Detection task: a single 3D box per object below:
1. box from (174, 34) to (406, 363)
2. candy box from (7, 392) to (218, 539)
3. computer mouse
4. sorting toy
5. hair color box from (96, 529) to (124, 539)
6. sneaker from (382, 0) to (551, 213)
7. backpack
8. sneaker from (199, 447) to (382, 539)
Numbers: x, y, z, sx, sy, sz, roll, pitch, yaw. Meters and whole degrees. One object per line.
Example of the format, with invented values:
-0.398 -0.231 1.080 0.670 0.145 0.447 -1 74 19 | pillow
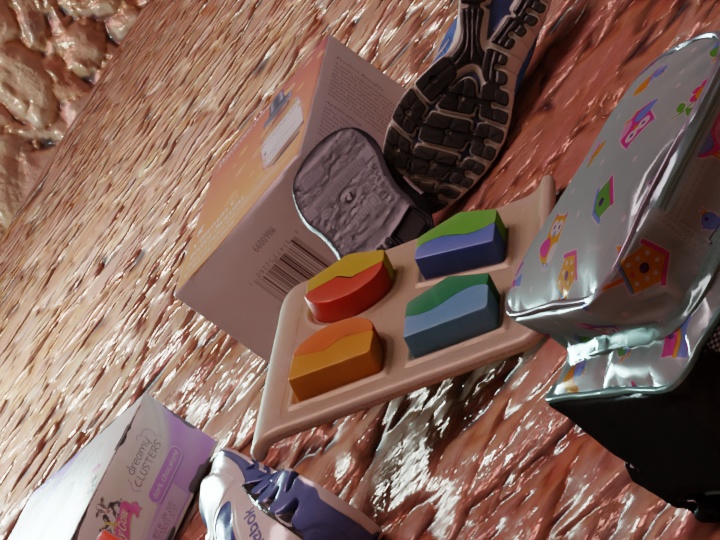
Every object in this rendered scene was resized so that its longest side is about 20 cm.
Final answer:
-0.037 -0.049 2.036 0.152 0.106 0.200 -48 15 26 | box
-0.204 0.206 2.069 0.200 0.071 0.168 -40 19 50 | candy box
0.000 0.000 1.841 0.141 0.046 0.200 -51 40 6 | computer mouse
0.024 0.021 1.663 0.199 0.037 0.185 -25 23 17 | sorting toy
-0.168 0.268 1.698 0.200 0.064 0.111 -59 -24 -11 | hair color box
0.079 -0.124 1.925 0.201 0.078 0.089 -63 -9 -7 | sneaker
0.165 -0.017 1.157 0.200 0.153 0.176 -51 7 -14 | backpack
-0.069 0.174 1.650 0.115 0.080 0.199 -55 14 -12 | sneaker
